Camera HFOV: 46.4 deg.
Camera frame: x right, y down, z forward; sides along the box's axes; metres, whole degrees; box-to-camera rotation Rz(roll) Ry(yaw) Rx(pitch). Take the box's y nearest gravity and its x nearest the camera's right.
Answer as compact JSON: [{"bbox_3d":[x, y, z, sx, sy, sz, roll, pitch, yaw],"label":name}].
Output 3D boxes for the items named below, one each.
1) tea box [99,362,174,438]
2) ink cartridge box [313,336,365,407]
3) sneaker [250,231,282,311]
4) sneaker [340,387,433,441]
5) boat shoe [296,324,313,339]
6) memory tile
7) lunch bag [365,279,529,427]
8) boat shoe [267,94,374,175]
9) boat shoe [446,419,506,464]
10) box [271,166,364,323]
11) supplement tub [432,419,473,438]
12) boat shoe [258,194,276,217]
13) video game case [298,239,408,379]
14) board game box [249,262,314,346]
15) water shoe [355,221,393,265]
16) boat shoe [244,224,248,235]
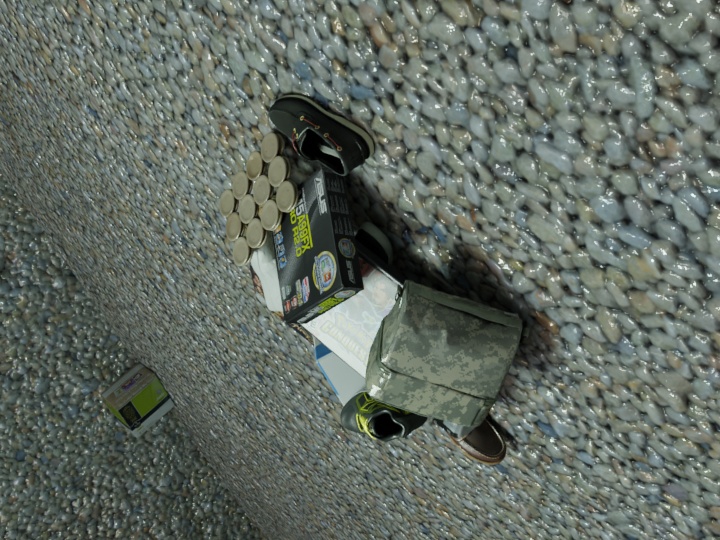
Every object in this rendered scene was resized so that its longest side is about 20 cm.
[{"bbox_3d":[-0.882,0.513,3.330,0.133,0.200,0.198,22,143,43],"label":"tea box"},{"bbox_3d":[-0.020,0.149,1.510,0.147,0.085,0.200,60,-172,-25],"label":"ink cartridge box"},{"bbox_3d":[-0.122,0.000,1.480,0.115,0.074,0.201,9,139,23],"label":"sneaker"},{"bbox_3d":[0.026,0.234,1.355,0.199,0.084,0.075,-20,98,46],"label":"sneaker"},{"bbox_3d":[-0.139,0.059,1.640,0.201,0.057,0.067,61,165,20],"label":"boat shoe"},{"bbox_3d":[-0.171,-0.118,1.395,0.200,0.017,0.154,-45,54,38],"label":"memory tile"},{"bbox_3d":[0.123,0.112,1.215,0.199,0.140,0.168,19,126,-5],"label":"lunch bag"},{"bbox_3d":[-0.072,-0.202,1.241,0.201,0.063,0.074,32,152,33],"label":"boat shoe"},{"bbox_3d":[0.174,0.261,1.483,0.200,0.070,0.070,37,156,22],"label":"boat shoe"},{"bbox_3d":[-0.074,-0.036,1.314,0.160,0.044,0.201,-31,62,46],"label":"box"},{"bbox_3d":[0.120,0.170,1.384,0.200,0.122,0.123,37,152,22],"label":"supplement tub"},{"bbox_3d":[-0.124,-0.080,1.486,0.199,0.063,0.074,21,144,44],"label":"boat shoe"},{"bbox_3d":[-0.001,0.063,1.340,0.200,0.025,0.181,38,119,14],"label":"video game case"},{"bbox_3d":[-0.146,0.068,1.756,0.200,0.035,0.136,36,151,24],"label":"board game box"},{"bbox_3d":[0.000,0.000,1.383,0.071,0.079,0.200,40,152,16],"label":"water shoe"},{"bbox_3d":[-0.168,-0.052,1.594,0.199,0.071,0.077,26,135,39],"label":"boat shoe"}]
